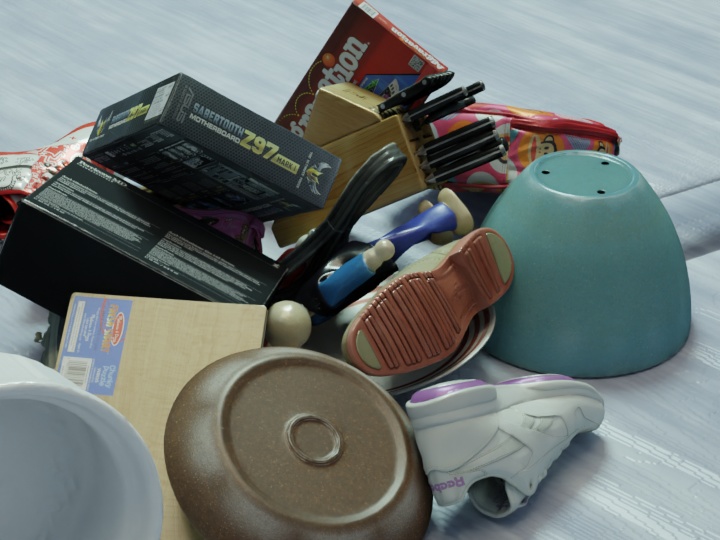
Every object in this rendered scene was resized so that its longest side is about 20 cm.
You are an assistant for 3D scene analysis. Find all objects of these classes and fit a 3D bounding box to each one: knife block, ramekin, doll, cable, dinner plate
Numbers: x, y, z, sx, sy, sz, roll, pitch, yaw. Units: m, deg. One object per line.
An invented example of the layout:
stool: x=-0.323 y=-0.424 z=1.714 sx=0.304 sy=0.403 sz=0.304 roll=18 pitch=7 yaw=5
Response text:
knife block: x=0.033 y=-0.083 z=1.577 sx=0.175 sy=0.201 sz=0.064 roll=27 pitch=20 yaw=18
ramekin: x=-0.233 y=0.149 z=1.151 sx=0.199 sy=0.202 sz=0.098 roll=-13 pitch=23 yaw=-23
doll: x=0.000 y=0.000 z=1.479 sx=0.199 sy=0.049 sz=0.136 roll=-33 pitch=2 yaw=-27
cable: x=-0.031 y=-0.039 z=1.522 sx=0.097 sy=0.201 sz=0.050 roll=-21 pitch=62 yaw=-35
dinner plate: x=0.012 y=0.057 z=1.473 sx=0.198 sy=0.024 sz=0.201 roll=-9 pitch=26 yaw=4

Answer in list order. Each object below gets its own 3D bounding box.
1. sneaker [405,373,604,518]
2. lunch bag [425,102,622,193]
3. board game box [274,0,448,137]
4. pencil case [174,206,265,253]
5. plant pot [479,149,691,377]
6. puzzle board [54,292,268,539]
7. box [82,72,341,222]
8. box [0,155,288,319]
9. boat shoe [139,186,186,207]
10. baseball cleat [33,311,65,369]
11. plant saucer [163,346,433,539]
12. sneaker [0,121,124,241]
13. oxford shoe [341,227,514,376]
sneaker: x=0.109 y=0.128 z=1.335 sx=0.199 sy=0.101 sz=0.075 roll=-1 pitch=-12 yaw=-45
lunch bag: x=0.137 y=-0.109 z=1.702 sx=0.199 sy=0.083 sz=0.175 roll=9 pitch=4 yaw=38
board game box: x=-0.014 y=-0.138 z=1.642 sx=0.103 sy=0.200 sz=0.019 roll=39 pitch=34 yaw=5
pencil case: x=-0.179 y=-0.018 z=1.558 sx=0.198 sy=0.087 sz=0.083 roll=9 pitch=57 yaw=7
plant pot: x=0.182 y=-0.020 z=1.527 sx=0.198 sy=0.136 sz=0.201 roll=0 pitch=29 yaw=0
puzzle board: x=-0.152 y=0.110 z=1.315 sx=0.149 sy=0.017 sz=0.201 roll=4 pitch=58 yaw=5
box: x=-0.128 y=-0.095 z=1.532 sx=0.157 sy=0.051 sz=0.200 roll=28 pitch=-15 yaw=-22
box: x=-0.171 y=0.002 z=1.443 sx=0.199 sy=0.079 sz=0.141 roll=28 pitch=22 yaw=1
boat shoe: x=-0.153 y=-0.065 z=1.671 sx=0.074 sy=0.067 sz=0.200 roll=20 pitch=34 yaw=30
baseball cleat: x=-0.204 y=0.077 z=1.431 sx=0.105 sy=0.070 sz=0.201 roll=11 pitch=30 yaw=-12
plant saucer: x=-0.036 y=0.126 z=1.268 sx=0.199 sy=0.037 sz=0.202 roll=13 pitch=48 yaw=-15
sneaker: x=-0.279 y=-0.080 z=1.699 sx=0.200 sy=0.068 sz=0.108 roll=-12 pitch=32 yaw=-16
oxford shoe: x=0.042 y=0.033 z=1.423 sx=0.074 sy=0.071 sz=0.200 roll=-20 pitch=8 yaw=44
